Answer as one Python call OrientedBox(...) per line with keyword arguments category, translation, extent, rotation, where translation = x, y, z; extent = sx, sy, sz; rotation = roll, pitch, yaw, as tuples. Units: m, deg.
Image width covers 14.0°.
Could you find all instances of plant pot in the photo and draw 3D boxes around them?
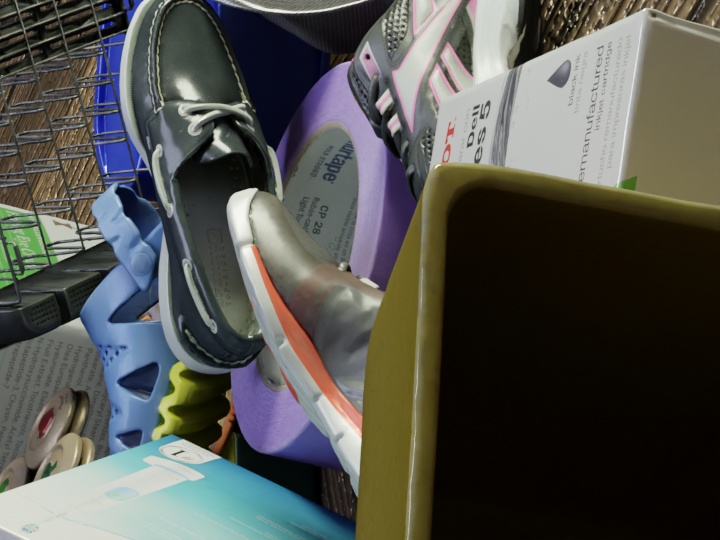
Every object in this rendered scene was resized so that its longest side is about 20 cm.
OrientedBox(category="plant pot", translation=(0.085, 0.104, 1.015), extent=(0.200, 0.194, 0.195), rotation=(122, 155, -63))

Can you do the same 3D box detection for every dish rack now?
OrientedBox(category="dish rack", translation=(-0.170, -0.069, 1.599), extent=(0.054, 0.153, 0.201), rotation=(-3, 106, 39))

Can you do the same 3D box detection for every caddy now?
OrientedBox(category="caddy", translation=(-0.077, -0.118, 1.704), extent=(0.141, 0.105, 0.201), rotation=(14, 101, 54))

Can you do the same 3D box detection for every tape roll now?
OrientedBox(category="tape roll", translation=(0.000, 0.000, 1.476), extent=(0.200, 0.065, 0.201), rotation=(-166, 90, -71))

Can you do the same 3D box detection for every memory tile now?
OrientedBox(category="memory tile", translation=(-0.185, 0.161, 1.569), extent=(0.154, 0.017, 0.200), rotation=(-55, 23, 18))

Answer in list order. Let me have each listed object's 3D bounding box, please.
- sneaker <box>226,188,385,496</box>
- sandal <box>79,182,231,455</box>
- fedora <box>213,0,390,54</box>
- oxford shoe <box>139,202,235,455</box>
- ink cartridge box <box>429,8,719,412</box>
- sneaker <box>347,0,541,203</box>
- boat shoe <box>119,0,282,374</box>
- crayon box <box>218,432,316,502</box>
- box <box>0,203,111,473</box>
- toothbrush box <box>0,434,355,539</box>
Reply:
OrientedBox(category="sneaker", translation=(0.008, 0.039, 1.344), extent=(0.201, 0.082, 0.077), rotation=(59, 174, 20))
OrientedBox(category="sandal", translation=(-0.111, 0.032, 1.572), extent=(0.079, 0.087, 0.201), rotation=(24, -104, -74))
OrientedBox(category="fedora", translation=(-0.022, -0.185, 1.570), extent=(0.090, 0.176, 0.200), rotation=(78, 165, -54))
OrientedBox(category="oxford shoe", translation=(-0.112, 0.041, 1.740), extent=(0.201, 0.073, 0.071), rotation=(-98, 29, -45))
OrientedBox(category="ink cartridge box", translation=(0.095, -0.009, 1.193), extent=(0.200, 0.084, 0.146), rotation=(161, 120, -67))
OrientedBox(category="sneaker", translation=(0.035, -0.073, 1.364), extent=(0.080, 0.086, 0.201), rotation=(75, -162, -53))
OrientedBox(category="boat shoe", translation=(-0.072, -0.051, 1.484), extent=(0.060, 0.075, 0.201), rotation=(-27, 73, 62))
OrientedBox(category="crayon box", translation=(-0.066, 0.204, 1.542), extent=(0.127, 0.051, 0.201), rotation=(124, 152, -45))
OrientedBox(category="box", translation=(-0.224, 0.083, 1.874), extent=(0.199, 0.170, 0.201), rotation=(-123, 50, -64))
OrientedBox(category="toothbrush box", translation=(-0.086, 0.155, 1.355), extent=(0.200, 0.146, 0.086), rotation=(-14, -54, -66))
